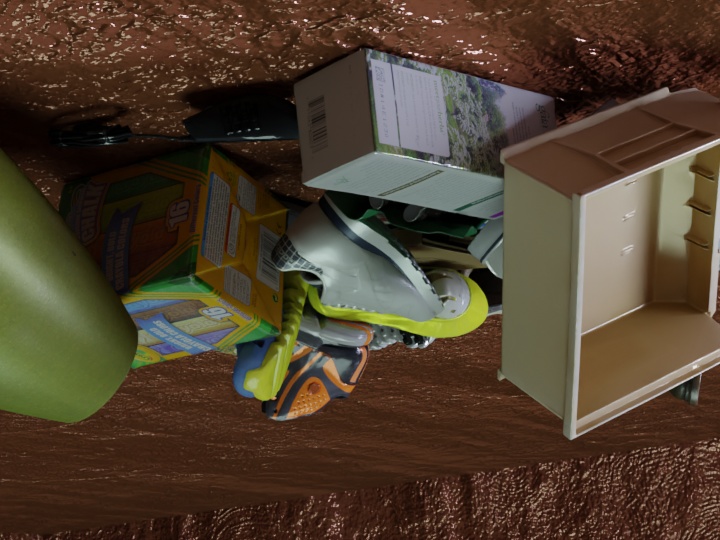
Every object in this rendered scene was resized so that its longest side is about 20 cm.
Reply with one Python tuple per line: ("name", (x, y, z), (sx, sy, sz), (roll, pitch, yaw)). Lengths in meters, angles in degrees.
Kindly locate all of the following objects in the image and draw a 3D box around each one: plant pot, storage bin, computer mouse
("plant pot", (-0.265, 0.021, 1.194), (0.187, 0.188, 0.200), (-17, 136, 40))
("storage bin", (0.203, -0.012, 1.217), (0.198, 0.201, 0.094), (-22, -145, -29))
("computer mouse", (-0.135, -0.109, 1.195), (0.199, 0.034, 0.059), (-2, -177, 10))

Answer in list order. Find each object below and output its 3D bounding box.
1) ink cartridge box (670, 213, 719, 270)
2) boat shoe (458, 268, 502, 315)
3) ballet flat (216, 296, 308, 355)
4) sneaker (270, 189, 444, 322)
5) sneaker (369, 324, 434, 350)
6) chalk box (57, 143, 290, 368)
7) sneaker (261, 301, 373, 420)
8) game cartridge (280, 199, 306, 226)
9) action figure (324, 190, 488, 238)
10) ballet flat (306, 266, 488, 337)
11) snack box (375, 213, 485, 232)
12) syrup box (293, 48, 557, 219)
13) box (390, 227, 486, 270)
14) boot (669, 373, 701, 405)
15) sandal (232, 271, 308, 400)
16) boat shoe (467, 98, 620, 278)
("ink cartridge box", (0.230, -0.046, 1.432), (0.175, 0.084, 0.200), (-14, 163, 30))
("boat shoe", (0.116, 0.018, 1.695), (0.199, 0.072, 0.065), (-7, 154, 19))
("ballet flat", (-0.125, 0.047, 1.589), (0.199, 0.071, 0.071), (2, 165, -7))
("sneaker", (0.000, 0.000, 1.375), (0.080, 0.076, 0.200), (-44, 140, 6))
("sneaker", (0.036, 0.035, 1.673), (0.081, 0.075, 0.200), (-31, -161, -30))
("chalk box", (-0.175, -0.005, 1.341), (0.199, 0.125, 0.124), (-14, 149, 28))
("sneaker", (-0.095, 0.078, 1.528), (0.199, 0.112, 0.078), (17, -163, -3))
("game cartridge", (-0.136, -0.028, 1.492), (0.199, 0.041, 0.133), (-15, 166, 34))
("action figure", (0.064, -0.059, 1.343), (0.118, 0.055, 0.200), (23, -168, 18))
("ballet flat", (0.047, 0.022, 1.526), (0.199, 0.067, 0.067), (6, 157, -28))
("snack box", (0.087, -0.049, 1.495), (0.199, 0.024, 0.072), (2, 167, -25))
("syrup box", (0.054, -0.095, 1.192), (0.199, 0.079, 0.081), (8, 160, -42))
("box", (0.035, -0.016, 1.553), (0.199, 0.021, 0.163), (-6, 170, 42))
("boot", (0.230, 0.054, 1.369), (0.096, 0.075, 0.200), (4, -158, 0))
("sandal", (-0.094, 0.040, 1.412), (0.087, 0.080, 0.200), (16, -153, -5))
("boat shoe", (0.161, -0.053, 1.296), (0.071, 0.070, 0.200), (-39, 171, -47))
